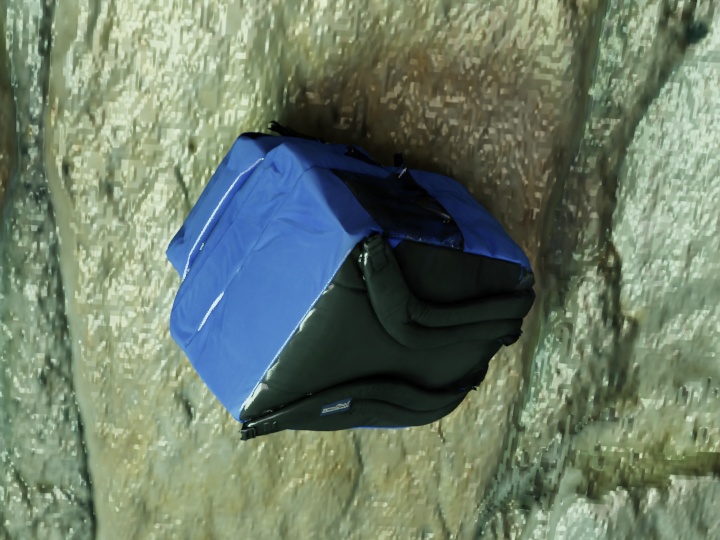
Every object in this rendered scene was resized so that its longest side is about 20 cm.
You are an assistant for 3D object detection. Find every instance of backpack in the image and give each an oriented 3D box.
[{"bbox_3d":[0.000,0.000,1.536,0.200,0.168,0.163,10,128,-45],"label":"backpack"}]
